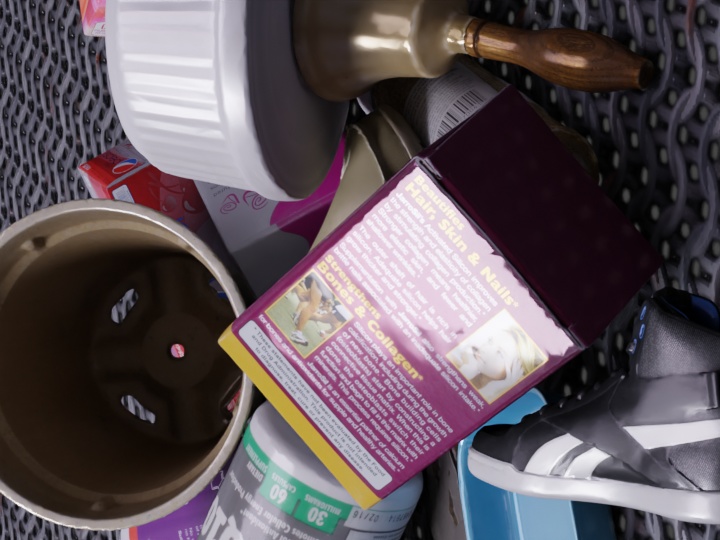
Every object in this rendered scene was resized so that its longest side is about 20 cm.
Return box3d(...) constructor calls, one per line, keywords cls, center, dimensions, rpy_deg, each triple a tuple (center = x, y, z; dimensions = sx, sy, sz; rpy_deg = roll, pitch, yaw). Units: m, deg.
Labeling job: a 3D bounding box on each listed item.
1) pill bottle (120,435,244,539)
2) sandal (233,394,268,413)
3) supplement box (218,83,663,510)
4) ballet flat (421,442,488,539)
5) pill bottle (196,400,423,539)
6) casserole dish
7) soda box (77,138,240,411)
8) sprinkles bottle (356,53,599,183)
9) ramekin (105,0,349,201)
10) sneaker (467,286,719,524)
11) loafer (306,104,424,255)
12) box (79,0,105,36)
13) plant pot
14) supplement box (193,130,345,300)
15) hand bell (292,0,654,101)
box3d(cls="pill bottle", center=(-0.064, 0.164, 1.613), dimensions=(0.200, 0.112, 0.113), rpy_deg=(-21, 71, 47))
box3d(cls="sandal", center=(-0.061, 0.103, 1.699), dimensions=(0.080, 0.054, 0.201), rpy_deg=(-123, 38, -49))
box3d(cls="supplement box", center=(0.040, 0.016, 1.295), dimensions=(0.131, 0.103, 0.200), rpy_deg=(50, 133, -1))
box3d(cls="ballet flat", center=(0.058, 0.096, 1.461), dimensions=(0.067, 0.046, 0.201), rpy_deg=(139, 121, -63))
box3d(cls="pill bottle", center=(-0.050, 0.187, 1.468), dimensions=(0.201, 0.113, 0.113), rpy_deg=(-66, 32, 18))
box3d(cls="casserole dish", center=(0.105, 0.157, 1.355), dimensions=(0.121, 0.039, 0.201), rpy_deg=(142, 123, -59))
box3d(cls="soda box", center=(-0.126, 0.003, 1.725), dimensions=(0.070, 0.063, 0.201), rpy_deg=(32, 149, 61))
box3d(cls="sprinkles bottle", center=(0.064, -0.083, 1.401), dimensions=(0.200, 0.068, 0.069), rpy_deg=(-135, 49, -57))
box3d(cls="ramekin", center=(-0.074, -0.141, 1.391), dimensions=(0.202, 0.094, 0.203), rpy_deg=(3, -90, -73))
box3d(cls="sneaker", center=(0.137, 0.063, 1.234), dimensions=(0.200, 0.073, 0.112), rpy_deg=(4, 91, 48))
box3d(cls="loafer", center=(0.000, 0.000, 1.424), dimensions=(0.076, 0.067, 0.201), rpy_deg=(-136, 43, -54))
box3d(cls="box", center=(-0.075, -0.210, 1.542), dimensions=(0.103, 0.199, 0.095), rpy_deg=(129, 136, -53))
box3d(cls="plant pot", center=(-0.140, 0.054, 1.547), dimensions=(0.183, 0.200, 0.201), rpy_deg=(-7, -83, -77))
box3d(cls="supplement box", center=(-0.055, -0.066, 1.583), dimensions=(0.104, 0.101, 0.200), rpy_deg=(63, 180, -44))
box3d(cls="hand bell", center=(0.071, -0.127, 1.329), dimensions=(0.199, 0.104, 0.105), rpy_deg=(16, 107, 35))
